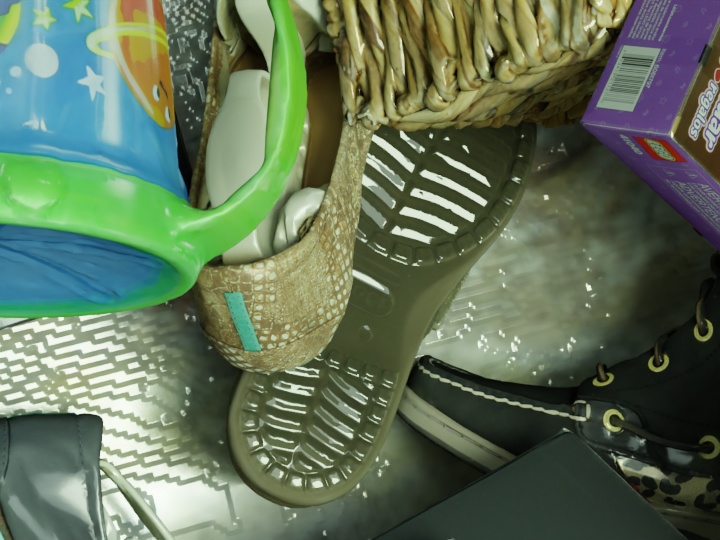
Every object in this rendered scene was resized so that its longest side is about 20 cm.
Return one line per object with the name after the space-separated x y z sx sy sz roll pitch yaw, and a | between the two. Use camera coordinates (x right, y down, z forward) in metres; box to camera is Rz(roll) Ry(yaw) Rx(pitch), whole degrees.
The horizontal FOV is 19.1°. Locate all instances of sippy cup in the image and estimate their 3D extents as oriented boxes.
-0.116 -0.062 0.669 0.177 0.139 0.131 7 75 -26 | sippy cup

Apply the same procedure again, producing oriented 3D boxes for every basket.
0.068 -0.159 0.740 0.148 0.142 0.202 -5 79 -47 | basket

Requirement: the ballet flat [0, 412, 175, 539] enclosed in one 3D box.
-0.080 0.141 0.759 0.073 0.073 0.201 -22 93 -17 | ballet flat

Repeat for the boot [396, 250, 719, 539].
0.125 0.023 0.790 0.199 0.073 0.152 18 96 12 | boot

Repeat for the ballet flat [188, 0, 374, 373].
-0.026 -0.064 0.744 0.070 0.065 0.201 -7 60 14 | ballet flat

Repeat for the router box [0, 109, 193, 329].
-0.167 -0.049 0.741 0.199 0.052 0.158 -17 94 -18 | router box

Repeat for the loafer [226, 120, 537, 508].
0.000 0.000 0.791 0.076 0.067 0.201 34 63 -7 | loafer

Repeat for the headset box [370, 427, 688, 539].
0.037 0.177 0.734 0.173 0.093 0.201 -28 131 -17 | headset box

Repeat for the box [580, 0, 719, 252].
0.159 -0.099 0.699 0.137 0.039 0.201 36 74 -42 | box
